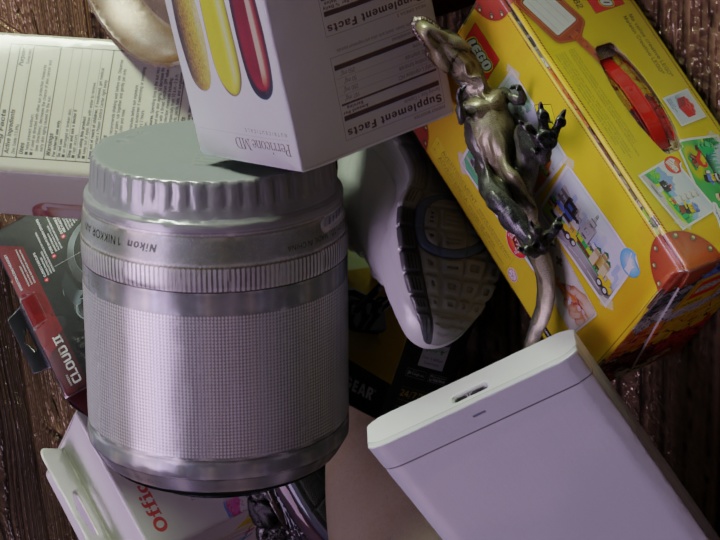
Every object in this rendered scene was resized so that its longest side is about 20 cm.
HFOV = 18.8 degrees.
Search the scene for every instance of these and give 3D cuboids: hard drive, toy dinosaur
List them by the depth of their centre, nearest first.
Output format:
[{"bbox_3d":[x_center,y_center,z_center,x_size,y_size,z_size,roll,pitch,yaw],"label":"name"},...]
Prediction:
[{"bbox_3d":[0.083,-0.047,1.161,0.088,0.047,0.201,-168,60,-74],"label":"toy dinosaur"},{"bbox_3d":[0.111,0.132,1.239,0.200,0.132,0.027,52,-160,-33],"label":"hard drive"}]

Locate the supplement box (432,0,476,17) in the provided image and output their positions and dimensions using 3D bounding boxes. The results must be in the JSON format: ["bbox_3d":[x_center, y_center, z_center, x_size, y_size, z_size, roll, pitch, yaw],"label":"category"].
[{"bbox_3d":[-0.009,-0.234,1.309,0.200,0.085,0.111,35,136,45],"label":"supplement box"}]

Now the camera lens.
[{"bbox_3d":[-0.086,0.024,1.300,0.160,0.160,0.201,25,120,52],"label":"camera lens"}]

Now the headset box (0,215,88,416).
[{"bbox_3d":[-0.167,0.006,1.604,0.149,0.200,0.077,60,-178,23],"label":"headset box"}]

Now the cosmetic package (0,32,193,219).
[{"bbox_3d":[-0.148,-0.089,1.420,0.087,0.199,0.104,81,-164,-70],"label":"cosmetic package"}]

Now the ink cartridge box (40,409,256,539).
[{"bbox_3d":[-0.142,0.159,1.682,0.129,0.200,0.125,59,150,16],"label":"ink cartridge box"}]

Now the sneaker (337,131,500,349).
[{"bbox_3d":[0.028,-0.029,1.300,0.087,0.074,0.200,-50,36,38],"label":"sneaker"}]

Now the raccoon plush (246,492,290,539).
[{"bbox_3d":[-0.007,0.127,1.571,0.097,0.133,0.201,31,-124,-69],"label":"raccoon plush"}]

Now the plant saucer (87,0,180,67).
[{"bbox_3d":[-0.120,-0.228,1.349,0.200,0.034,0.201,18,114,47],"label":"plant saucer"}]

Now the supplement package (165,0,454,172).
[{"bbox_3d":[-0.039,-0.169,1.202,0.114,0.109,0.201,12,120,55],"label":"supplement package"}]

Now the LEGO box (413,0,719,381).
[{"bbox_3d":[0.125,-0.056,1.208,0.200,0.077,0.149,59,150,17],"label":"LEGO box"}]

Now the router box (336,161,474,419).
[{"bbox_3d":[0.000,0.000,1.410,0.200,0.052,0.158,22,94,53],"label":"router box"}]

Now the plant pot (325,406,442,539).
[{"bbox_3d":[0.053,0.161,1.403,0.200,0.187,0.188,-119,25,-48],"label":"plant pot"}]

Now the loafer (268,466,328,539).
[{"bbox_3d":[-0.021,0.188,1.489,0.063,0.072,0.200,-36,93,27],"label":"loafer"}]
